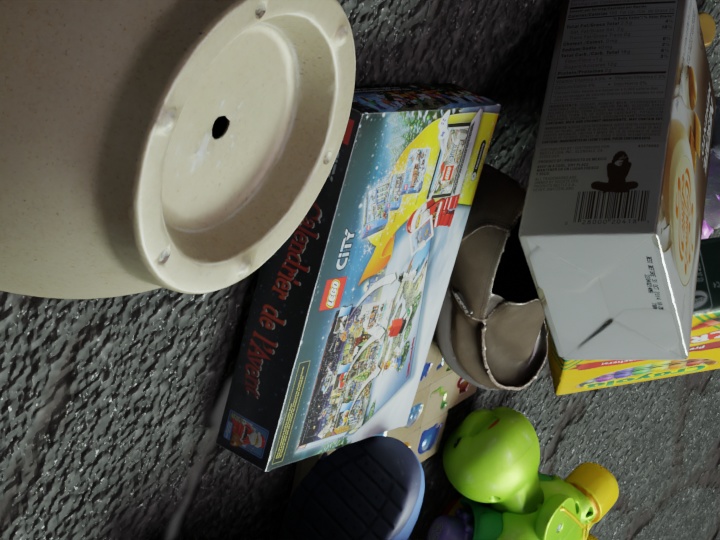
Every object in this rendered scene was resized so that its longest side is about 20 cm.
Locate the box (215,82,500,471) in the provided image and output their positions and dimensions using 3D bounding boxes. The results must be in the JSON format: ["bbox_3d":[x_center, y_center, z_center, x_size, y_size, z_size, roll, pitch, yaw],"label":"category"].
[{"bbox_3d":[0.000,0.000,0.951,0.136,0.038,0.201,-10,120,-54],"label":"box"}]

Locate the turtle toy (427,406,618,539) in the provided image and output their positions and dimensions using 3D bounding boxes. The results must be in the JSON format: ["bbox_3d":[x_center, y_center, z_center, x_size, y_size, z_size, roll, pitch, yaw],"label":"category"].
[{"bbox_3d":[0.102,0.181,1.226,0.146,0.101,0.201,-39,144,-36],"label":"turtle toy"}]

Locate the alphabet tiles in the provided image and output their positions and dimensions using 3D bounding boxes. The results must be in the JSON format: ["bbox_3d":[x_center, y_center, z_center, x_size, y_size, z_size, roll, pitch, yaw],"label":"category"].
[{"bbox_3d":[0.027,0.067,1.100,0.200,0.008,0.168,-26,135,-50],"label":"alphabet tiles"}]

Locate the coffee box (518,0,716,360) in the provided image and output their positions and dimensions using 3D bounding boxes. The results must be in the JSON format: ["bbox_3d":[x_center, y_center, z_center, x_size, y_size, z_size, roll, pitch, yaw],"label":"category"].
[{"bbox_3d":[0.155,-0.061,1.029,0.115,0.079,0.201,67,29,-46],"label":"coffee box"}]

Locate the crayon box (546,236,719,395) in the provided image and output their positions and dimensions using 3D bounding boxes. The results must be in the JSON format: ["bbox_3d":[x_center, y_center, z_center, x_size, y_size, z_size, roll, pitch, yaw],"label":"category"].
[{"bbox_3d":[0.190,0.036,1.175,0.200,0.126,0.051,77,3,-74],"label":"crayon box"}]

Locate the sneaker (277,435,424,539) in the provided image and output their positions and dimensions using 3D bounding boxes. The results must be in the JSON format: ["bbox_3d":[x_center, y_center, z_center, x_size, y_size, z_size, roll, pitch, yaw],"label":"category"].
[{"bbox_3d":[-0.004,0.177,1.053,0.082,0.074,0.200,-2,129,-40],"label":"sneaker"}]

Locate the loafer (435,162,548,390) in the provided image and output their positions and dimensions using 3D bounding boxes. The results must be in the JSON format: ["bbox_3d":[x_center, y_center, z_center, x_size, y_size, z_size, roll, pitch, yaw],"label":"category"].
[{"bbox_3d":[0.086,0.014,1.067,0.073,0.071,0.200,-54,147,-23],"label":"loafer"}]

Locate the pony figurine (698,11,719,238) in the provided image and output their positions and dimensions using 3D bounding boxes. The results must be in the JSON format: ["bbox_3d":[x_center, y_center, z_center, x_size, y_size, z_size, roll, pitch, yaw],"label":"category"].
[{"bbox_3d":[0.258,-0.088,1.188,0.166,0.193,0.201,14,96,-17],"label":"pony figurine"}]

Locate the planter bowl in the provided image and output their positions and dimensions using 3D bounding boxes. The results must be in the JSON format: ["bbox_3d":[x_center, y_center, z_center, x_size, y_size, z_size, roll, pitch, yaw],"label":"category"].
[{"bbox_3d":[-0.087,-0.071,0.646,0.200,0.134,0.201,-41,146,-35],"label":"planter bowl"}]
